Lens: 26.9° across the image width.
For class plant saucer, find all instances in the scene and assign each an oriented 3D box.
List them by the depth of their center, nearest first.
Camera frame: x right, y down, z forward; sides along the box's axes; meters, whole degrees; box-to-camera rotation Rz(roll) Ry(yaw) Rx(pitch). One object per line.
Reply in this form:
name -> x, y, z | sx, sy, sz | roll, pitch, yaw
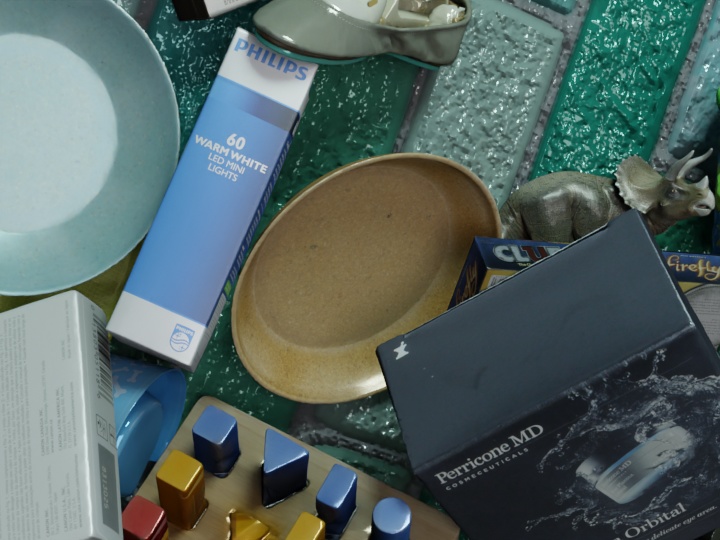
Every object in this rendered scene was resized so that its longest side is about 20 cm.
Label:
plant saucer -> -0.214, -0.086, 0.945 | 0.199, 0.039, 0.203 | -1, 95, -12
plant saucer -> 0.000, 0.000, 1.006 | 0.198, 0.036, 0.202 | -17, 132, -20

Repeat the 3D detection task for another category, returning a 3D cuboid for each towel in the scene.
towel -> -0.198, 0.023, 0.982 | 0.085, 0.018, 0.202 | 23, 88, -21

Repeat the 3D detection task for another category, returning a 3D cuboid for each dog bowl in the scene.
dog bowl -> -0.179, 0.145, 0.958 | 0.049, 0.111, 0.202 | 24, 87, 13

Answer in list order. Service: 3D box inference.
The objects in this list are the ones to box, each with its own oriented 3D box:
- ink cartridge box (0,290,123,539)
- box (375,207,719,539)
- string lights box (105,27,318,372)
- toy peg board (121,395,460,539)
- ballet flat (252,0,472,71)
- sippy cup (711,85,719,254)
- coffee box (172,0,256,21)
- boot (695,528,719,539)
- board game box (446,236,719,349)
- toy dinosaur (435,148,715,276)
ink cartridge box -> -0.241, 0.116, 0.898 | 0.198, 0.164, 0.050 | -18, 149, 14
box -> 0.147, 0.099, 0.992 | 0.195, 0.118, 0.200 | -29, 131, 11
string lights box -> -0.092, -0.040, 0.953 | 0.058, 0.103, 0.202 | 23, 82, -3
toy peg board -> -0.064, 0.178, 0.921 | 0.199, 0.098, 0.200 | 25, 59, 13
ballet flat -> 0.005, -0.168, 0.965 | 0.199, 0.067, 0.064 | -6, 128, -55
sippy cup -> 0.315, -0.061, 1.094 | 0.176, 0.140, 0.132 | 10, 95, -18
coffee box -> -0.038, -0.247, 0.974 | 0.198, 0.080, 0.114 | -23, 104, -16
boot -> 0.294, 0.231, 1.156 | 0.137, 0.077, 0.202 | 25, 89, -25
board game box -> 0.154, 0.045, 1.049 | 0.198, 0.035, 0.136 | 4, 129, -19
toy dinosaur -> 0.152, -0.032, 1.079 | 0.198, 0.077, 0.103 | -5, 101, 7
